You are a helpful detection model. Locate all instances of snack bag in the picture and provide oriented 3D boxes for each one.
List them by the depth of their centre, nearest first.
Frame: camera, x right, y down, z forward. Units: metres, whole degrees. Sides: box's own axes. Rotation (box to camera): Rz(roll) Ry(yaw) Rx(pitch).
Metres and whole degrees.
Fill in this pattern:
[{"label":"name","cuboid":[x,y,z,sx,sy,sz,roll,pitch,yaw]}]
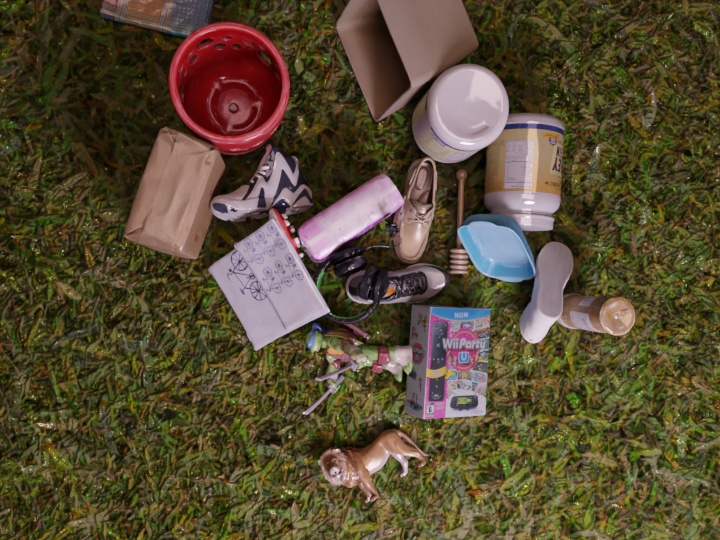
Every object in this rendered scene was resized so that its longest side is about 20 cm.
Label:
[{"label":"snack bag","cuboid":[-0.173,0.030,1.227,0.199,0.021,0.190,-28,95,32]}]

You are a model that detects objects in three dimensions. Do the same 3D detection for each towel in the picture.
[{"label":"towel","cuboid":[-0.368,-0.515,1.267,0.197,0.022,0.149,11,88,-7]}]

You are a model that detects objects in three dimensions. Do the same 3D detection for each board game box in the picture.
[{"label":"board game box","cuboid":[0.165,0.168,1.284,0.146,0.064,0.203,3,89,-30]}]

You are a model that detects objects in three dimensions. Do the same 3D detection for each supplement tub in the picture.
[{"label":"supplement tub","cuboid":[0.172,-0.275,1.242,0.143,0.200,0.147,0,90,-7]},{"label":"supplement tub","cuboid":[0.304,-0.180,1.286,0.142,0.144,0.203,3,89,-7]}]

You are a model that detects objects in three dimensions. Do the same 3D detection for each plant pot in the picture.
[{"label":"plant pot","cuboid":[-0.223,-0.305,1.202,0.197,0.182,0.204,0,89,-6]},{"label":"plant pot","cuboid":[0.093,-0.419,1.245,0.175,0.200,0.202,-24,92,-18]}]

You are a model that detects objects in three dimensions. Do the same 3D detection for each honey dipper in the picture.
[{"label":"honey dipper","cuboid":[0.191,-0.095,1.327,0.037,0.038,0.203,1,87,-7]}]

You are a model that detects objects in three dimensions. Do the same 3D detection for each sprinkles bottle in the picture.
[{"label":"sprinkles bottle","cuboid":[0.429,0.079,1.271,0.067,0.200,0.069,0,90,-7]}]

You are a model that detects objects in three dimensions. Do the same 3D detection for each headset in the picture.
[{"label":"headset","cuboid":[0.000,0.000,1.201,0.123,0.094,0.200,40,88,10]}]

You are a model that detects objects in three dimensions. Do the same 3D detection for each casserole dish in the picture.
[{"label":"casserole dish","cuboid":[0.256,-0.045,1.270,0.120,0.200,0.039,4,59,33]}]

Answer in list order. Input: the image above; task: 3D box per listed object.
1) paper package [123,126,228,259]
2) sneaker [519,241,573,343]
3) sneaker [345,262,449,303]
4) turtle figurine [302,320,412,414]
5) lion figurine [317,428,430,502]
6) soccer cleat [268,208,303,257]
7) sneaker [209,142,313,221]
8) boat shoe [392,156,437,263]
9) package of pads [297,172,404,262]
[{"label":"paper package","cuboid":[-0.312,-0.123,1.180,0.102,0.200,0.193,20,87,-6]},{"label":"sneaker","cuboid":[0.351,0.044,1.327,0.073,0.116,0.201,23,51,5]},{"label":"sneaker","cuboid":[0.073,0.032,1.285,0.197,0.079,0.075,-7,98,-7]},{"label":"turtle figurine","cuboid":[-0.009,0.187,1.248,0.191,0.201,0.145,7,123,-11]},{"label":"lion figurine","cuboid":[0.026,0.352,1.292,0.198,0.073,0.123,-29,80,-20]},{"label":"soccer cleat","cuboid":[-0.142,-0.014,1.242,0.084,0.069,0.202,-20,120,-5]},{"label":"sneaker","cuboid":[-0.186,-0.165,1.244,0.197,0.079,0.131,-10,81,-25]},{"label":"boat shoe","cuboid":[0.106,-0.114,1.299,0.071,0.065,0.203,11,90,-7]},{"label":"package of pads","cuboid":[-0.022,-0.094,1.256,0.199,0.120,0.076,-34,93,-5]}]
